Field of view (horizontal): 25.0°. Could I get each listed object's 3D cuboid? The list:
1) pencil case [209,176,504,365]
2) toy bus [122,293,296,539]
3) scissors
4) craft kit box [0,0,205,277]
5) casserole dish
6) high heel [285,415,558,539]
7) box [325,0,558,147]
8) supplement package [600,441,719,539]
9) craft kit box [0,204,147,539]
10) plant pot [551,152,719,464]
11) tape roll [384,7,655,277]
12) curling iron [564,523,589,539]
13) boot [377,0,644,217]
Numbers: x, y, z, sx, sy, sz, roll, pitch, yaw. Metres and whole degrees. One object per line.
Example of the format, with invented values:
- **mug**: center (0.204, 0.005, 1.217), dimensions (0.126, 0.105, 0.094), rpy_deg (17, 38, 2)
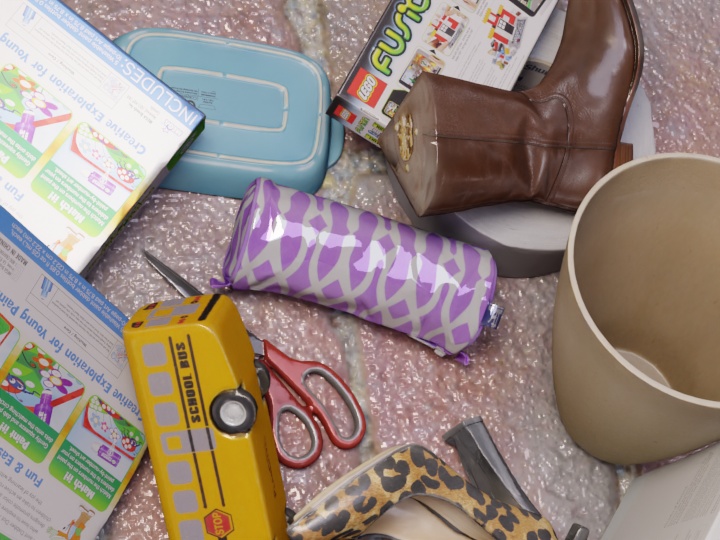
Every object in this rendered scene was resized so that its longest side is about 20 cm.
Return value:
- **pencil case**: center (0.000, 0.000, 1.155), dimensions (0.199, 0.084, 0.086), rpy_deg (19, 101, -9)
- **toy bus**: center (-0.093, 0.120, 1.058), dimensions (0.078, 0.065, 0.202), rpy_deg (-8, 106, 8)
- **scissors**: center (-0.073, 0.051, 1.152), dimensions (0.073, 0.014, 0.201), rpy_deg (-33, 83, -20)
- **craft kit box**: center (-0.242, -0.086, 1.099), dimensions (0.200, 0.049, 0.198), rpy_deg (39, 79, -1)
- **casserole dish**: center (-0.104, -0.118, 1.182), dimensions (0.198, 0.039, 0.122), rpy_deg (8, 71, -13)
- **high heel**: center (0.051, 0.188, 1.093), dimensions (0.199, 0.071, 0.143), rpy_deg (-18, 72, -41)
- **box**: center (0.068, -0.169, 1.178), dimensions (0.110, 0.035, 0.201), rpy_deg (31, 67, -5)
- **supplement package**: center (0.250, 0.224, 1.088), dimensions (0.150, 0.200, 0.152), rpy_deg (35, 67, -3)
- **craft kit box**: center (-0.223, 0.093, 1.017), dimensions (0.200, 0.048, 0.198), rpy_deg (47, 59, -38)
- **plant pot**: center (0.208, 0.052, 1.122), dimensions (0.186, 0.200, 0.189), rpy_deg (4, 60, -8)
- **tape roll**: center (0.120, -0.099, 1.226), dimensions (0.199, 0.066, 0.202), rpy_deg (5, 72, -14)
- **curling iron**: center (0.120, 0.270, 1.101), dimensions (0.049, 0.026, 0.201), rpy_deg (13, 80, 34)
- **boot**: center (0.103, -0.130, 1.122), dimensions (0.199, 0.064, 0.188), rpy_deg (0, 85, -33)
